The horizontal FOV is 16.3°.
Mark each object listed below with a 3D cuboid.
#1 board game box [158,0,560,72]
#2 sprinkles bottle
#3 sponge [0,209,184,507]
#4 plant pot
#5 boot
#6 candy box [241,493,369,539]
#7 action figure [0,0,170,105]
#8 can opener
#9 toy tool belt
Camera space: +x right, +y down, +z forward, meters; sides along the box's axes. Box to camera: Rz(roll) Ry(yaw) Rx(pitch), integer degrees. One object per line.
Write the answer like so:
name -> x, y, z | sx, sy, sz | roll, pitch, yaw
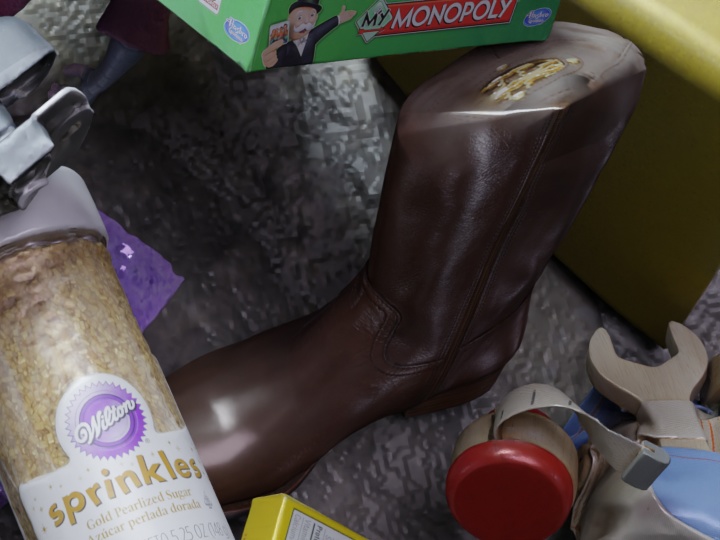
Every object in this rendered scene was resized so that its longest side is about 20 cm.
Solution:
board game box -> -0.044, -0.130, 0.842 | 0.134, 0.029, 0.200 | -10, 39, -43
sprinkles bottle -> -0.090, 0.064, 0.856 | 0.068, 0.068, 0.201 | -18, 71, -22
sponge -> -0.176, -0.014, 0.921 | 0.200, 0.030, 0.112 | 38, 65, -4
plant pot -> 0.111, -0.125, 0.972 | 0.176, 0.200, 0.200 | 31, 66, 6
boot -> 0.000, 0.000, 0.877 | 0.186, 0.200, 0.064 | -23, 67, -27
candy box -> -0.023, 0.191, 0.889 | 0.102, 0.026, 0.201 | 33, 63, -34
action figure -> -0.116, -0.139, 0.915 | 0.199, 0.149, 0.135 | -19, 78, -25
can opener -> -0.170, -0.004, 0.809 | 0.200, 0.053, 0.067 | -40, 80, -17
toy tool belt -> 0.125, 0.083, 0.956 | 0.199, 0.125, 0.123 | 27, 35, -12
